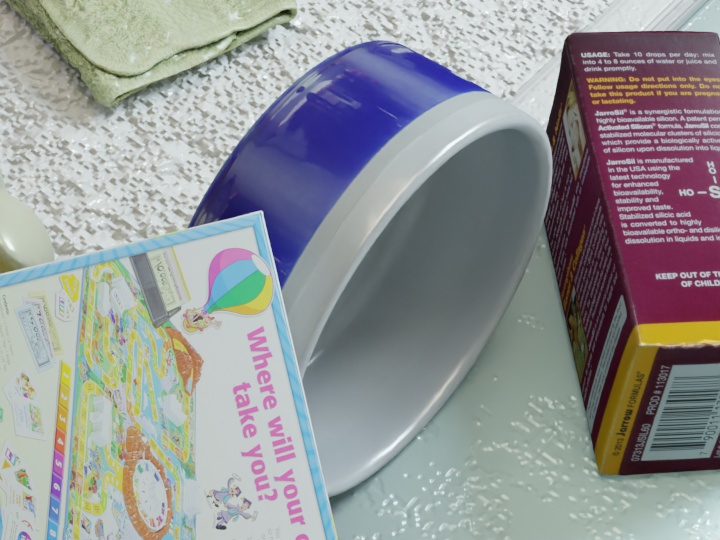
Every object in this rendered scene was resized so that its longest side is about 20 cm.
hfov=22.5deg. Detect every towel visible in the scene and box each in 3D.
[{"bbox_3d":[-0.143,-0.187,1.069,0.148,0.037,0.200,-30,61,-26],"label":"towel"}]

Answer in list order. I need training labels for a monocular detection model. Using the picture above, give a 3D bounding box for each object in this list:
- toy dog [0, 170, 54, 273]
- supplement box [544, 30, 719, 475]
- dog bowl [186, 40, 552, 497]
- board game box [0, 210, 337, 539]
[{"bbox_3d":[-0.157,0.075,0.798,0.139,0.194,0.201,-35,74,-5],"label":"toy dog"},{"bbox_3d":[0.150,-0.012,0.910,0.085,0.111,0.202,-2,52,-7],"label":"supplement box"},{"bbox_3d":[0.000,0.000,0.830,0.078,0.201,0.200,33,56,23],"label":"dog bowl"},{"bbox_3d":[-0.081,0.090,0.703,0.133,0.034,0.202,-14,92,-20],"label":"board game box"}]
